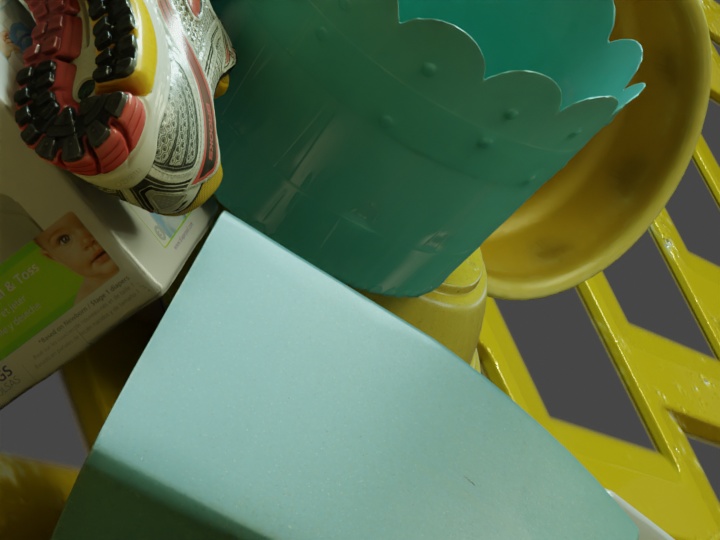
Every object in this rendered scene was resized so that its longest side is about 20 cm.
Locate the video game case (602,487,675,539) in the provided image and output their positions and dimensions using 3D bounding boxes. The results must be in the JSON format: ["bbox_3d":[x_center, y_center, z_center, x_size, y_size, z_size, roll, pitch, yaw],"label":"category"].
[{"bbox_3d":[0.096,0.124,1.032,0.182,0.023,0.200,17,-17,49],"label":"video game case"}]

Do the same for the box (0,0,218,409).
[{"bbox_3d":[-0.171,-0.056,0.961,0.200,0.112,0.101,51,21,-11],"label":"box"}]

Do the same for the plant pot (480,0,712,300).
[{"bbox_3d":[0.059,-0.113,1.281,0.200,0.201,0.189,29,5,-45],"label":"plant pot"}]

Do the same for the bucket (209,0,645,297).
[{"bbox_3d":[0.009,-0.097,1.030,0.207,0.135,0.208,33,26,-18],"label":"bucket"}]

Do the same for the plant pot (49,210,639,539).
[{"bbox_3d":[-0.008,0.110,0.879,0.199,0.142,0.142,27,43,-1],"label":"plant pot"}]

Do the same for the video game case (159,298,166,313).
[{"bbox_3d":[-0.038,0.031,1.224,0.200,0.022,0.183,25,36,-49],"label":"video game case"}]

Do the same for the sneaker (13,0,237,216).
[{"bbox_3d":[-0.096,-0.102,0.949,0.082,0.078,0.201,40,35,-41],"label":"sneaker"}]

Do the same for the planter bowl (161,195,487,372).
[{"bbox_3d":[0.000,0.000,1.122,0.200,0.083,0.201,32,30,-21],"label":"planter bowl"}]
